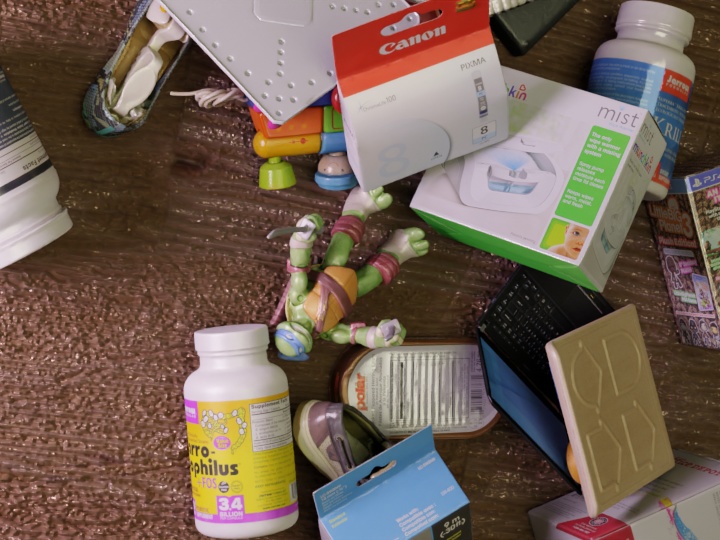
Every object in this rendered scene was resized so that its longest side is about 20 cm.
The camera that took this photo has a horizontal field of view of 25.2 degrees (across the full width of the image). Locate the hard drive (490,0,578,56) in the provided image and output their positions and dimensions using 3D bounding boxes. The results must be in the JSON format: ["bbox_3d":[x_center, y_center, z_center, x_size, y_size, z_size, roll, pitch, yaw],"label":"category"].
[{"bbox_3d":[0.195,-0.348,1.731,0.200,0.033,0.140,-45,107,-14],"label":"hard drive"}]

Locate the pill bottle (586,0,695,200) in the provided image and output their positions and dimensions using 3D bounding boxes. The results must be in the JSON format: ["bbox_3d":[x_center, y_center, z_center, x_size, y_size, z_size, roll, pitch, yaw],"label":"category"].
[{"bbox_3d":[0.298,-0.184,1.735,0.112,0.112,0.200,14,87,-21],"label":"pill bottle"}]

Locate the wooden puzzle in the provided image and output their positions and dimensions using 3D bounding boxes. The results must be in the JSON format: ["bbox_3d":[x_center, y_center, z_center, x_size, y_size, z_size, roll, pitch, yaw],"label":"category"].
[{"bbox_3d":[0.257,0.146,1.700,0.200,0.046,0.186,-20,96,-53],"label":"wooden puzzle"}]

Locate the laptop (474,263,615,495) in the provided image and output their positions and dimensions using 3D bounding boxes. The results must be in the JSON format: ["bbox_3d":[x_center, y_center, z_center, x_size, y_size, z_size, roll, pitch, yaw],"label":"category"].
[{"bbox_3d":[0.213,0.097,1.700,0.200,0.103,0.177,-51,123,-12],"label":"laptop"}]

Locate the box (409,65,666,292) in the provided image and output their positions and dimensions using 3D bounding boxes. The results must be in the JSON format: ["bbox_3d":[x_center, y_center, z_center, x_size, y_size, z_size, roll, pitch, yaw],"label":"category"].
[{"bbox_3d":[0.184,-0.098,1.646,0.177,0.200,0.097,-65,152,-7],"label":"box"}]

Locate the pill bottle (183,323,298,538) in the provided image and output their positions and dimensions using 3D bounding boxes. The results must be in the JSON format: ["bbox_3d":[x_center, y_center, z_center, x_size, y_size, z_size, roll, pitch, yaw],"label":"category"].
[{"bbox_3d":[-0.120,0.157,1.589,0.104,0.104,0.201,-6,94,-21],"label":"pill bottle"}]

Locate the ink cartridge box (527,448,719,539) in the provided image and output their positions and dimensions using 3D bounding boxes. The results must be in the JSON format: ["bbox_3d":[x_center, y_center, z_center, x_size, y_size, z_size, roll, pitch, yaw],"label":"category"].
[{"bbox_3d":[0.307,0.275,1.738,0.200,0.146,0.083,-19,100,-19],"label":"ink cartridge box"}]

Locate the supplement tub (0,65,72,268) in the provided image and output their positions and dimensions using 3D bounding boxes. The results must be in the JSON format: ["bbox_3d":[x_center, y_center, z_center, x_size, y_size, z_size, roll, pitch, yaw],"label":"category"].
[{"bbox_3d":[-0.362,-0.102,1.464,0.140,0.140,0.200,-29,102,-18],"label":"supplement tub"}]

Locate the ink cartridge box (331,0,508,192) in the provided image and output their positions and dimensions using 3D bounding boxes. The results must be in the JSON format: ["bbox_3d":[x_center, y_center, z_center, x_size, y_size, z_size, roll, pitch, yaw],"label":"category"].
[{"bbox_3d":[0.061,-0.172,1.531,0.160,0.200,0.047,-20,59,-7],"label":"ink cartridge box"}]

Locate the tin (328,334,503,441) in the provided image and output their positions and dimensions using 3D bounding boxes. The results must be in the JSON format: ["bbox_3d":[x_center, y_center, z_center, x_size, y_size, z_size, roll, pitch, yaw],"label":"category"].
[{"bbox_3d":[0.065,0.124,1.698,0.200,0.042,0.112,0,88,-21],"label":"tin"}]

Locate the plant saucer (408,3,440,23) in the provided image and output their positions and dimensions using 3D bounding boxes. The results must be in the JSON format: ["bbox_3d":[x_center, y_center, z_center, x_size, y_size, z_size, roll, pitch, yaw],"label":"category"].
[{"bbox_3d":[-0.026,-0.270,1.611,0.200,0.037,0.200,-9,68,-20],"label":"plant saucer"}]

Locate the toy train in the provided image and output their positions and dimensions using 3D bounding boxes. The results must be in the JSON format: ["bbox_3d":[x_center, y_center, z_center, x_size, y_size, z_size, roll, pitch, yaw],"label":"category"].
[{"bbox_3d":[-0.091,-0.133,1.609,0.200,0.085,0.116,-8,110,-19],"label":"toy train"}]

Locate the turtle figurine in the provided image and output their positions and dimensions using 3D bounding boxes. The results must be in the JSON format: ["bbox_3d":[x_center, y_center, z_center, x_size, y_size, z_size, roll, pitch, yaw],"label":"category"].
[{"bbox_3d":[0.000,0.000,1.593,0.144,0.200,0.194,28,53,11],"label":"turtle figurine"}]

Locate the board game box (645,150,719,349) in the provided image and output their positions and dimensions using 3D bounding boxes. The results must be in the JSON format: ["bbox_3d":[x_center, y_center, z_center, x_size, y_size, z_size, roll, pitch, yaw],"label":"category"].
[{"bbox_3d":[0.424,-0.031,1.799,0.159,0.097,0.200,-18,98,-20],"label":"board game box"}]

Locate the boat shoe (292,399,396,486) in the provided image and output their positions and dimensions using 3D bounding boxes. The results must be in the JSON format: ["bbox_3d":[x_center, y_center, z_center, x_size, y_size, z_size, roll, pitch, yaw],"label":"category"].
[{"bbox_3d":[0.010,0.199,1.634,0.201,0.066,0.072,48,50,-34],"label":"boat shoe"}]

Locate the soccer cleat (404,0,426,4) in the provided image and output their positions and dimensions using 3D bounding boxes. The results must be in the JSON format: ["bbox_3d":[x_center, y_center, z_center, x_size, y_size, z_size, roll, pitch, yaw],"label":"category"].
[{"bbox_3d":[0.018,-0.355,1.595,0.070,0.086,0.200,-29,76,-27],"label":"soccer cleat"}]

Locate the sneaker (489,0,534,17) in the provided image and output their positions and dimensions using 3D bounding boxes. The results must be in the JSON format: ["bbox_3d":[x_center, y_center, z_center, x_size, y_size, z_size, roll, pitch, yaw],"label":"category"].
[{"bbox_3d":[0.170,-0.324,1.665,0.200,0.078,0.090,-24,97,-19],"label":"sneaker"}]

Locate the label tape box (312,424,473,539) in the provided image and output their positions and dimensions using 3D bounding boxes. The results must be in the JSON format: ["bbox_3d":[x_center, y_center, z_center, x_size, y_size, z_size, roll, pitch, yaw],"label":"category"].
[{"bbox_3d":[0.037,0.269,1.621,0.144,0.063,0.200,-29,140,-18],"label":"label tape box"}]

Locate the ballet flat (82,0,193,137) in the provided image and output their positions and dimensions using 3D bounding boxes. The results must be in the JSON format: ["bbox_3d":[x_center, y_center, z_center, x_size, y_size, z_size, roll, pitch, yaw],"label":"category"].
[{"bbox_3d":[-0.198,-0.215,1.563,0.074,0.074,0.200,29,82,-20],"label":"ballet flat"}]

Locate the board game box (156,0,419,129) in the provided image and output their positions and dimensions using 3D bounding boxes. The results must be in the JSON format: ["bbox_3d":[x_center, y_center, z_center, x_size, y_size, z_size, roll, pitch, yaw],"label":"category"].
[{"bbox_3d":[-0.077,-0.256,1.552,0.200,0.026,0.200,-39,80,-28],"label":"board game box"}]
